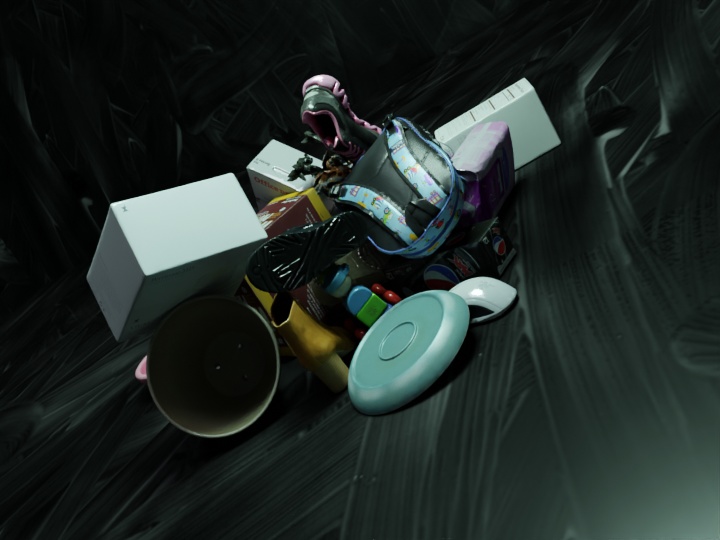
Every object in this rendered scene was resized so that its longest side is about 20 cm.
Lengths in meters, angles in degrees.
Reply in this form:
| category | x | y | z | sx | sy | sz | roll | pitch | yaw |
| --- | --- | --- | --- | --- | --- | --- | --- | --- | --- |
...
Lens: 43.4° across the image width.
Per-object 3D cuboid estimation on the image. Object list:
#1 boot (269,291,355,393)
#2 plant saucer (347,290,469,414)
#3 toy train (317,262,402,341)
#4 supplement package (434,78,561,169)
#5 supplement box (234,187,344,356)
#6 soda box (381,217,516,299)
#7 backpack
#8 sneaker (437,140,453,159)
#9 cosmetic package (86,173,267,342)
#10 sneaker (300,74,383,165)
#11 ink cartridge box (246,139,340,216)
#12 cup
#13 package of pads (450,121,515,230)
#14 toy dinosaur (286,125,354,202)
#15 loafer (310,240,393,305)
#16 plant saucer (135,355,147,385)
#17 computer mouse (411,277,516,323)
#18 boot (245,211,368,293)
| category | x | y | z | sx | sy | sz | roll | pitch | yaw |
| --- | --- | --- | --- | --- | --- | --- | --- | --- | --- |
| boot | -0.072 | 0.081 | 1.307 | 0.070 | 0.145 | 0.202 | -36 | 17 | 6 |
| plant saucer | 0.054 | 0.098 | 1.175 | 0.199 | 0.027 | 0.201 | -37 | 25 | 20 |
| toy train | -0.019 | 0.034 | 1.369 | 0.085 | 0.115 | 0.200 | -49 | 16 | -3 |
| supplement package | 0.251 | -0.247 | 1.677 | 0.198 | 0.118 | 0.118 | -29 | 17 | 11 |
| supplement box | -0.128 | 0.006 | 1.526 | 0.200 | 0.199 | 0.132 | -43 | 21 | -31 |
| soda box | 0.129 | -0.014 | 1.352 | 0.198 | 0.064 | 0.071 | -17 | 23 | 44 |
| backpack | 0.076 | -0.106 | 1.341 | 0.183 | 0.134 | 0.200 | -51 | 45 | 9 |
| sneaker | 0.061 | -0.134 | 1.515 | 0.200 | 0.077 | 0.148 | -10 | 53 | 37 |
| cosmetic package | -0.269 | -0.018 | 1.318 | 0.197 | 0.124 | 0.201 | -20 | -21 | -35 |
| sneaker | -0.023 | -0.201 | 1.395 | 0.078 | 0.200 | 0.096 | -30 | 31 | 33 |
| ink cartridge box | -0.112 | -0.121 | 1.652 | 0.144 | 0.202 | 0.084 | 25 | 59 | 24 |
| cup | -0.204 | 0.142 | 1.359 | 0.198 | 0.202 | 0.143 | -31 | -7 | 2 |
| package of pads | 0.198 | -0.153 | 1.500 | 0.074 | 0.122 | 0.200 | 0 | 31 | 27 |
| toy dinosaur | -0.041 | -0.164 | 1.493 | 0.103 | 0.134 | 0.200 | -64 | -2 | 7 |
| loafer | 0.000 | 0.000 | 1.491 | 0.197 | 0.076 | 0.069 | -19 | -28 | -25 |
| plant saucer | -0.335 | 0.159 | 1.729 | 0.198 | 0.051 | 0.201 | -29 | 17 | 10 |
| computer mouse | 0.125 | 0.042 | 1.240 | 0.198 | 0.044 | 0.110 | -16 | 23 | 43 |
| boot | -0.099 | -0.020 | 1.324 | 0.198 | 0.077 | 0.168 | -28 | 6 | -26 |
